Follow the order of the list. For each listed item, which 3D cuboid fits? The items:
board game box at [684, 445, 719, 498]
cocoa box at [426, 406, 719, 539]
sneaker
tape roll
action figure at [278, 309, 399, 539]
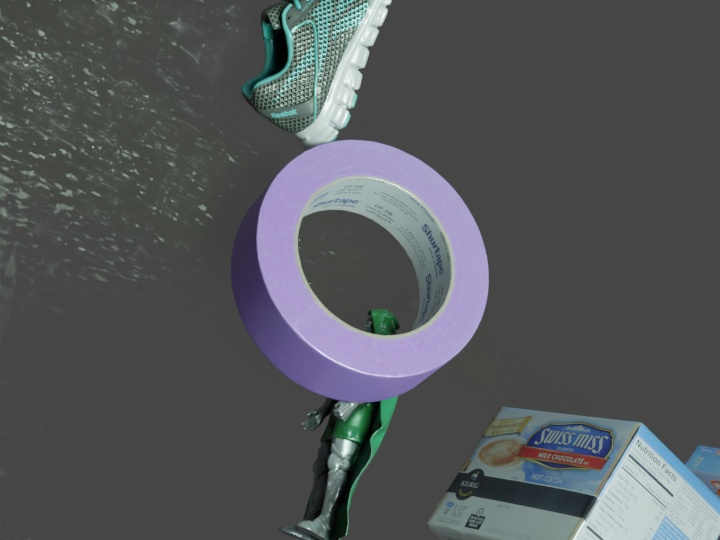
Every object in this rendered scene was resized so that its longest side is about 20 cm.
[{"bbox_3d":[0.407,0.250,1.720,0.037,0.151,0.200,-47,113,-21],"label":"board game box"},{"bbox_3d":[0.182,0.207,1.550,0.133,0.200,0.132,43,70,-24],"label":"cocoa box"},{"bbox_3d":[-0.034,-0.202,1.484,0.091,0.077,0.201,23,78,-26],"label":"sneaker"},{"bbox_3d":[0.000,0.000,1.469,0.199,0.066,0.201,10,64,-20],"label":"tape roll"},{"bbox_3d":[-0.010,0.124,1.500,0.054,0.118,0.201,26,69,-17],"label":"action figure"}]
